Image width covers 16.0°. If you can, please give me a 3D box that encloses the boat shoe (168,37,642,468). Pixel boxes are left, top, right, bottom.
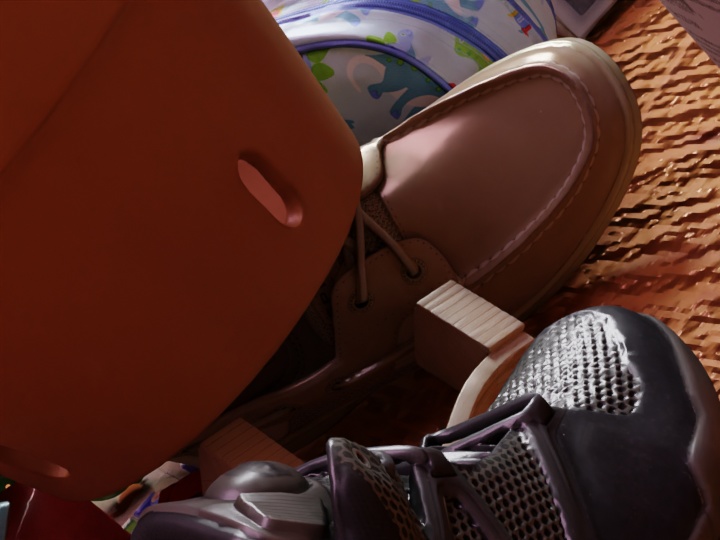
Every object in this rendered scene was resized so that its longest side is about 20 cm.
[{"bbox_3d":[0.000,0.000,0.792,0.200,0.072,0.065,-37,-17,24],"label":"boat shoe"}]

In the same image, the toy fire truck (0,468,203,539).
[{"bbox_3d":[-0.081,0.124,0.764,0.141,0.049,0.200,-32,25,33],"label":"toy fire truck"}]

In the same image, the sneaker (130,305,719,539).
[{"bbox_3d":[0.020,0.057,0.603,0.076,0.114,0.199,-26,25,42],"label":"sneaker"}]

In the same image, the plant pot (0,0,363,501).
[{"bbox_3d":[-0.095,-0.028,0.730,0.200,0.140,0.200,-40,23,21],"label":"plant pot"}]

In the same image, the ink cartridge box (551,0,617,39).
[{"bbox_3d":[0.111,-0.185,1.027,0.200,0.043,0.198,-48,18,0],"label":"ink cartridge box"}]

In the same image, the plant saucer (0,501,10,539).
[{"bbox_3d":[-0.130,0.162,0.733,0.070,0.019,0.200,126,156,-45],"label":"plant saucer"}]

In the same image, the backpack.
[{"bbox_3d":[-0.022,-0.053,0.890,0.200,0.163,0.154,-35,29,10],"label":"backpack"}]

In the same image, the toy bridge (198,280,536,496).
[{"bbox_3d":[-0.016,0.068,0.704,0.200,0.027,0.067,-33,49,-31],"label":"toy bridge"}]

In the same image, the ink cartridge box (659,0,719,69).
[{"bbox_3d":[0.096,-0.130,0.690,0.084,0.200,0.146,-44,19,2],"label":"ink cartridge box"}]

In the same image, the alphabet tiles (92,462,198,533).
[{"bbox_3d":[-0.101,0.112,0.915,0.167,0.008,0.200,-49,19,-11],"label":"alphabet tiles"}]

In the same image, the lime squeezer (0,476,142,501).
[{"bbox_3d":[-0.112,0.084,0.922,0.200,0.038,0.071,-32,16,26],"label":"lime squeezer"}]
